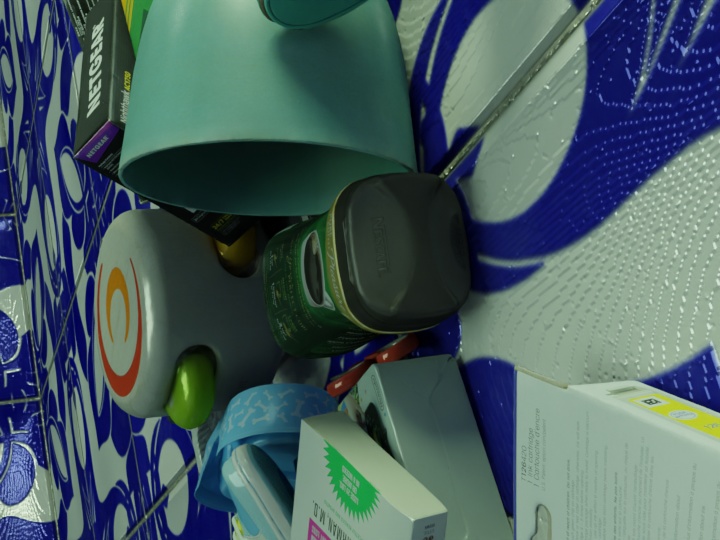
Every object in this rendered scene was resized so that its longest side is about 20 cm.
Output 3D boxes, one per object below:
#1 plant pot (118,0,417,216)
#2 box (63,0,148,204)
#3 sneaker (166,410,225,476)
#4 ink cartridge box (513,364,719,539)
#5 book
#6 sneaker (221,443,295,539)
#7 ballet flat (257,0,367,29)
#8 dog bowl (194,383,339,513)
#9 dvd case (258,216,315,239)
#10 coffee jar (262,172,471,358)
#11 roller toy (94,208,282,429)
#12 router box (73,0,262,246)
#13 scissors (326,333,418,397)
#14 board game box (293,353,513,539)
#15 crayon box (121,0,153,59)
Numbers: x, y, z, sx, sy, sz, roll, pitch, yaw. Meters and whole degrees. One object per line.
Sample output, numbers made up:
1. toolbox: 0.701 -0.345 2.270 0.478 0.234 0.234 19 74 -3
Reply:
1. plant pot: -0.060 -0.137 0.758 0.201 0.200 0.161 158 115 -65
2. box: -0.201 -0.180 1.068 0.193 0.047 0.200 -64 -43 -71
3. sneaker: -0.151 0.159 1.148 0.130 0.079 0.199 120 139 -54
4. ink cartridge box: 0.143 0.159 0.528 0.200 0.047 0.198 -156 62 -65
5. book: 0.002 0.210 0.712 0.134 0.048 0.200 33 124 54
6. sneaker: -0.094 0.241 0.884 0.080 0.130 0.200 -116 1 -67
7. ballet flat: 0.018 -0.219 0.639 0.200 0.067 0.070 -37 41 23
8. dog bowl: -0.077 0.155 0.951 0.200 0.111 0.050 122 150 -54
9. dvd case: -0.078 -0.093 1.000 0.150 0.025 0.200 138 125 -61
10. coffee jar: 0.000 0.000 0.766 0.200 0.085 0.105 156 108 -66
11. roller toy: -0.150 0.033 0.992 0.182 0.140 0.200 -3 90 61
12. router box: -0.154 -0.130 0.904 0.051 0.149 0.200 -40 38 26
13. scissors: 0.007 0.071 0.840 0.014 0.073 0.200 56 177 3
14. board game box: 0.023 0.166 0.775 0.200 0.064 0.148 123 136 -56
15. crayon box: -0.133 -0.210 0.922 0.051 0.127 0.200 -42 49 29
